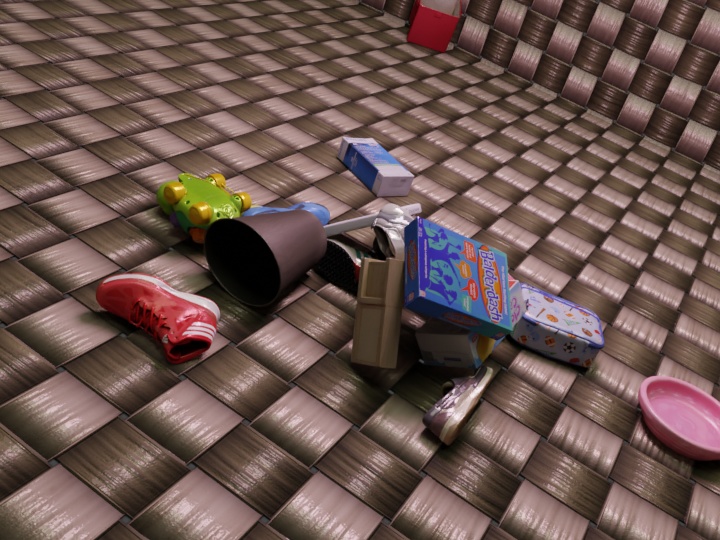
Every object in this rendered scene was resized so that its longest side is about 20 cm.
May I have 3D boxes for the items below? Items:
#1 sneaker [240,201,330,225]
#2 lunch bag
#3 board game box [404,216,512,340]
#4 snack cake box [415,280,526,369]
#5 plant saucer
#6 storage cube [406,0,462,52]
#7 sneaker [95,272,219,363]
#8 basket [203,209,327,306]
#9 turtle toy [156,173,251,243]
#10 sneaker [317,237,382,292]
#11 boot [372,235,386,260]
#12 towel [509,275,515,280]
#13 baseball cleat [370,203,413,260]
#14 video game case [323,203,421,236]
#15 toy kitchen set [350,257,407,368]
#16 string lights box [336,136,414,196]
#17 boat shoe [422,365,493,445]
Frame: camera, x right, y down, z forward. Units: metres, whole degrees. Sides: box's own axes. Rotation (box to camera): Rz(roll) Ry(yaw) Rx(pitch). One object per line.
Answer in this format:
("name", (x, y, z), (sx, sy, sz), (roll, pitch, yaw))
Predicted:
("sneaker", (-0.145, -0.093, 1.633), (0.196, 0.067, 0.078), (-4, 28, -27))
("lunch bag", (0.386, 0.104, 1.623), (0.196, 0.077, 0.161), (24, 30, 0))
("board game box", (0.163, 0.015, 1.349), (0.197, 0.045, 0.155), (20, 54, -28))
("snack cake box", (0.200, 0.092, 1.450), (0.113, 0.068, 0.199), (-2, 27, 41))
("plant saucer", (0.601, 0.278, 1.492), (0.196, 0.052, 0.202), (15, 29, -8))
("storage cube", (0.301, -1.031, 3.300), (0.196, 0.181, 0.174), (15, 51, -9))
("sneaker", (-0.316, 0.074, 1.249), (0.195, 0.080, 0.116), (12, 29, -12))
("basket", (-0.159, -0.039, 1.480), (0.179, 0.138, 0.199), (38, 29, 16))
("turtle toy", (-0.312, -0.122, 1.548), (0.198, 0.103, 0.145), (35, 32, 26))
("sneaker", (0.001, 0.000, 1.586), (0.197, 0.071, 0.093), (30, 16, 17))
("boot", (0.123, 0.000, 1.559), (0.158, 0.080, 0.211), (44, 3, 38))
("towel", (0.250, 0.031, 1.717), (0.197, 0.030, 0.146), (-8, 40, -36))
("baseball cleat", (0.107, -0.037, 1.478), (0.198, 0.070, 0.107), (32, 55, 4))
("video game case", (0.010, -0.099, 1.633), (0.196, 0.024, 0.182), (-12, 4, 19))
("toy kitchen set", (0.066, 0.076, 1.428), (0.197, 0.185, 0.162), (9, -5, -37))
("string lights box", (0.036, -0.263, 2.038), (0.101, 0.060, 0.200), (-4, 37, -36))
("boat shoe", (0.161, 0.206, 1.326), (0.064, 0.073, 0.200), (31, 37, 13))
